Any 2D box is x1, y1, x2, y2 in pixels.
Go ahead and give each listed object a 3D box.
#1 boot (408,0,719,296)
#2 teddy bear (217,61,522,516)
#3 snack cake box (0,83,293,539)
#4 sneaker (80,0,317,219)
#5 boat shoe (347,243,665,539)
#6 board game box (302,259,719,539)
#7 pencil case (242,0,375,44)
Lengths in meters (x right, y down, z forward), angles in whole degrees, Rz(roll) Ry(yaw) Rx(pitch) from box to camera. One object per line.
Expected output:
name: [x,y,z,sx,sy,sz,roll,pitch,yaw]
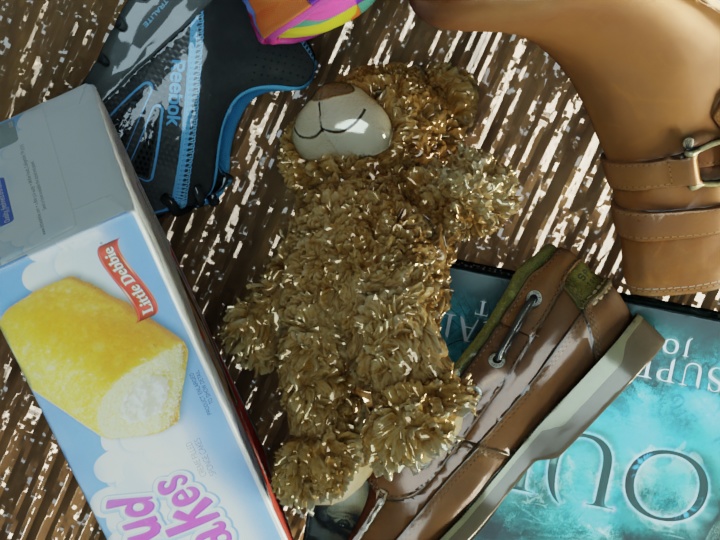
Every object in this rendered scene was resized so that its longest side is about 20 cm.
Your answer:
boot: [0.109,-0.066,1.130,0.199,0.077,0.156,-7,118,-21]
teddy bear: [0.000,0.000,1.120,0.067,0.145,0.201,23,71,-31]
snack cake box: [-0.091,0.041,1.124,0.067,0.115,0.200,-24,121,-2]
sneaker: [-0.102,-0.040,1.171,0.082,0.073,0.200,40,100,-2]
boat shoe: [0.033,0.076,1.159,0.068,0.072,0.200,44,91,2]
board game box: [0.084,0.073,1.199,0.199,0.028,0.136,11,100,3]
pencil case: [-0.049,-0.190,1.128,0.088,0.088,0.200,-29,89,8]
